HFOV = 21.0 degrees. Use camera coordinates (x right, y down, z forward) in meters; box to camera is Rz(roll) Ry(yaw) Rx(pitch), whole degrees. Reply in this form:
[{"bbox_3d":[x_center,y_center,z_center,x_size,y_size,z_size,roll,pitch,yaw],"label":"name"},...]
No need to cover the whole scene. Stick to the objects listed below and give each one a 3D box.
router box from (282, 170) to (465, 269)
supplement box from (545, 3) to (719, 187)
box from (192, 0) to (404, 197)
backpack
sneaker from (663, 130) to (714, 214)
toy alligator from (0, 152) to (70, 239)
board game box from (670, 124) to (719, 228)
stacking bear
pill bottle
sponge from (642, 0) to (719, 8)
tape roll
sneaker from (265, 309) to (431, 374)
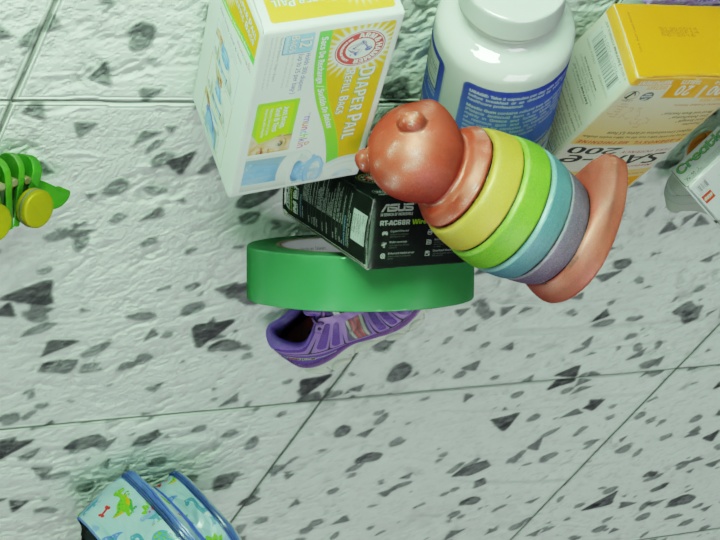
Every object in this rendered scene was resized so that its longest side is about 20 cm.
[{"bbox_3d":[0.055,-0.058,1.631,0.198,0.150,0.063,-4,110,-30],"label":"router box"},{"bbox_3d":[0.221,-0.143,1.656,0.125,0.074,0.200,-4,156,-29],"label":"supplement box"},{"bbox_3d":[-0.049,-0.159,1.435,0.111,0.102,0.201,-12,151,-18],"label":"box"},{"bbox_3d":[-0.207,0.302,2.056,0.147,0.183,0.201,-40,155,-15],"label":"backpack"},{"bbox_3d":[0.384,-0.091,1.907,0.198,0.076,0.092,2,152,-25],"label":"sneaker"},{"bbox_3d":[-0.299,-0.052,1.469,0.199,0.059,0.055,-22,122,-44],"label":"toy alligator"},{"bbox_3d":[0.397,-0.118,1.804,0.200,0.035,0.126,-43,129,7],"label":"board game box"},{"bbox_3d":[0.092,-0.064,1.488,0.199,0.115,0.121,27,141,-26],"label":"stacking bear"},{"bbox_3d":[0.108,-0.166,1.524,0.111,0.113,0.201,-14,151,-14],"label":"pill bottle"},{"bbox_3d":[0.333,-0.257,1.610,0.198,0.030,0.112,-2,146,-34],"label":"sponge"},{"bbox_3d":[0.000,0.000,1.682,0.198,0.049,0.200,0,-174,0],"label":"tape roll"},{"bbox_3d":[-0.008,0.033,1.831,0.199,0.081,0.083,-36,143,26],"label":"sneaker"}]
